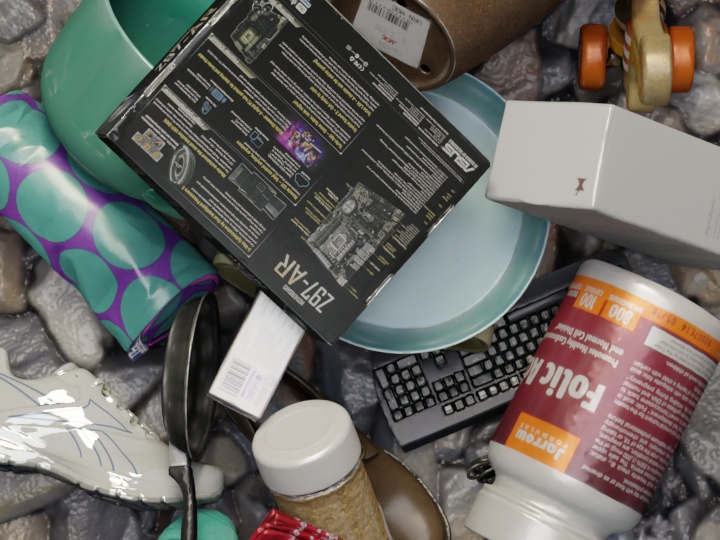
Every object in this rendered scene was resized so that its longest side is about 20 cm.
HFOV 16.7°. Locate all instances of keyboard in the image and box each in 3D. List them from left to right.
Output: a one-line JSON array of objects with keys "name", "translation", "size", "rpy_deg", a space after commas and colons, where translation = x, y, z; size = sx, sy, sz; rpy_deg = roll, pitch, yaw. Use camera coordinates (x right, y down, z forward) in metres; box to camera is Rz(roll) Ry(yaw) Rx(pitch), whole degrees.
[{"name": "keyboard", "translation": [0.115, 0.077, 1.718], "size": [0.200, 0.021, 0.127], "rpy_deg": [-23, 85, -1]}]

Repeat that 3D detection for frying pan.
[{"name": "frying pan", "translation": [-0.114, 0.108, 1.655], "size": [0.031, 0.115, 0.190], "rpy_deg": [5, 99, 7]}]

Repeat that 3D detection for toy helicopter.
[{"name": "toy helicopter", "translation": [0.193, -0.165, 1.646], "size": [0.079, 0.200, 0.133], "rpy_deg": [2, 111, 0]}]

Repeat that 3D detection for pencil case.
[{"name": "pencil case", "translation": [-0.195, -0.032, 1.694], "size": [0.200, 0.085, 0.092], "rpy_deg": [44, 125, 4]}]

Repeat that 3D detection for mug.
[{"name": "mug", "translation": [-0.142, -0.111, 1.653], "size": [0.152, 0.185, 0.114], "rpy_deg": [35, 120, -12]}]

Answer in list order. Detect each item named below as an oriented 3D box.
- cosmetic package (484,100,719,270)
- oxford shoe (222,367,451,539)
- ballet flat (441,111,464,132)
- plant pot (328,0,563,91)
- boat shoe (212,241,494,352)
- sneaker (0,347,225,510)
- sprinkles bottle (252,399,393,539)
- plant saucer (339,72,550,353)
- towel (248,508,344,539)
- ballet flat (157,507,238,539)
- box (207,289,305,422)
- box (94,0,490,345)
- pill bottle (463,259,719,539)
[{"name": "cosmetic package", "translation": [0.191, -0.054, 1.637], "size": [0.200, 0.101, 0.071], "rpy_deg": [16, 84, -41]}, {"name": "oxford shoe", "translation": [-0.020, 0.135, 1.682], "size": [0.200, 0.084, 0.073], "rpy_deg": [39, 84, 1]}, {"name": "ballet flat", "translation": [0.044, -0.117, 1.711], "size": [0.069, 0.069, 0.200], "rpy_deg": [-17, 86, -1]}, {"name": "plant pot", "translation": [0.064, -0.218, 1.621], "size": [0.187, 0.187, 0.200], "rpy_deg": [32, 56, 2]}, {"name": "boat shoe", "translation": [0.000, 0.000, 1.703], "size": [0.200, 0.075, 0.069], "rpy_deg": [15, 74, -1]}, {"name": "sneaker", "translation": [-0.186, 0.111, 1.691], "size": [0.200, 0.075, 0.087], "rpy_deg": [18, 80, 0]}, {"name": "sprinkles bottle", "translation": [-0.011, 0.182, 1.635], "size": [0.068, 0.068, 0.200], "rpy_deg": [-21, 122, -2]}, {"name": "plant saucer", "translation": [0.028, -0.043, 1.658], "size": [0.200, 0.027, 0.201], "rpy_deg": [1, 83, -5]}, {"name": "towel", "translation": [-0.015, 0.246, 1.621], "size": [0.200, 0.023, 0.145], "rpy_deg": [26, 115, -22]}, {"name": "ballet flat", "translation": [-0.097, 0.262, 1.674], "size": [0.067, 0.070, 0.200], "rpy_deg": [-23, 82, 37]}, {"name": "box", "translation": [-0.039, 0.003, 1.615], "size": [0.041, 0.039, 0.200], "rpy_deg": [27, 83, -3]}, {"name": "box", "translation": [-0.041, -0.077, 1.560], "size": [0.200, 0.044, 0.160], "rpy_deg": [43, 83, -14]}, {"name": "pill bottle", "translation": [0.155, 0.104, 1.650], "size": [0.114, 0.114, 0.200], "rpy_deg": [27, 85, 2]}]
